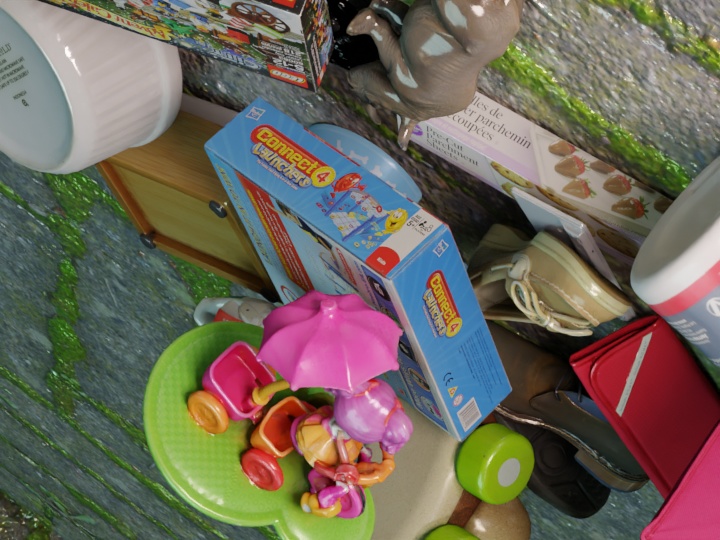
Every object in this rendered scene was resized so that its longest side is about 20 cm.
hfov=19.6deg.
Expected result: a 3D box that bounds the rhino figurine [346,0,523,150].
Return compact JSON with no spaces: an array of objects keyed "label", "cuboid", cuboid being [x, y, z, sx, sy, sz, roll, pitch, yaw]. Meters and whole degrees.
[{"label":"rhino figurine","cuboid":[0.038,-0.135,1.264,0.087,0.060,0.200,38,149,1]}]

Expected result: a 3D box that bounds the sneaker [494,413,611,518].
[{"label":"sneaker","cuboid":[0.115,0.124,1.678,0.199,0.076,0.114,40,161,3]}]

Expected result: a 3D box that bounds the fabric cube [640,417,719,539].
[{"label":"fabric cube","cuboid":[0.297,0.183,1.334,0.199,0.196,0.200,31,158,17]}]

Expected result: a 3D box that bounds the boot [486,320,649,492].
[{"label":"boot","cuboid":[0.155,0.078,1.548,0.200,0.075,0.097,34,145,-2]}]

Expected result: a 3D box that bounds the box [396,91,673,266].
[{"label":"box","cuboid":[0.114,-0.065,1.339,0.199,0.039,0.041,31,158,17]}]

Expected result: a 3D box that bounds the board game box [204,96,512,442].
[{"label":"board game box","cuboid":[0.000,0.000,1.448,0.196,0.056,0.200,37,162,36]}]

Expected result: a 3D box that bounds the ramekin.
[{"label":"ramekin","cuboid":[-0.234,-0.163,1.553,0.202,0.094,0.203,31,143,27]}]

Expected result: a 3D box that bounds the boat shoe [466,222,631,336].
[{"label":"boat shoe","cuboid":[0.115,0.015,1.364,0.073,0.063,0.201,40,176,-20]}]

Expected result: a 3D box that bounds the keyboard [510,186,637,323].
[{"label":"keyboard","cuboid":[0.144,-0.009,1.381,0.056,0.011,0.200,36,175,24]}]

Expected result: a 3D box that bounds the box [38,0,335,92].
[{"label":"box","cuboid":[-0.118,-0.177,1.279,0.199,0.038,0.137,19,167,8]}]

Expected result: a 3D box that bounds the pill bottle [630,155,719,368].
[{"label":"pill bottle","cuboid":[0.263,0.029,1.181,0.200,0.120,0.120,40,159,-8]}]

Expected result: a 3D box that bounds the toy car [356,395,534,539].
[{"label":"toy car","cuboid":[0.086,0.173,1.589,0.200,0.158,0.164,21,-176,-45]}]

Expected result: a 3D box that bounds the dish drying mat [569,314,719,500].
[{"label":"dish drying mat","cuboid":[0.228,0.115,1.490,0.200,0.077,0.018,52,-165,-31]}]

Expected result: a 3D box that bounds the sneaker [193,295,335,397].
[{"label":"sneaker","cuboid":[-0.067,0.069,1.580,0.093,0.071,0.200,22,-173,-28]}]

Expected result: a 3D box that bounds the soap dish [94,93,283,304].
[{"label":"soap dish","cuboid":[-0.120,-0.063,1.662,0.199,0.081,0.158,23,154,37]}]

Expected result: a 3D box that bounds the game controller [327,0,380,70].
[{"label":"game controller","cuboid":[-0.067,-0.185,1.382,0.199,0.042,0.105,26,156,29]}]

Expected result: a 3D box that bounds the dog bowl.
[{"label":"dog bowl","cuboid":[0.011,-0.024,1.575,0.111,0.050,0.200,16,150,44]}]

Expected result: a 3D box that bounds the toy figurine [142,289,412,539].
[{"label":"toy figurine","cuboid":[-0.027,0.095,1.395,0.200,0.150,0.184,48,145,-2]}]
